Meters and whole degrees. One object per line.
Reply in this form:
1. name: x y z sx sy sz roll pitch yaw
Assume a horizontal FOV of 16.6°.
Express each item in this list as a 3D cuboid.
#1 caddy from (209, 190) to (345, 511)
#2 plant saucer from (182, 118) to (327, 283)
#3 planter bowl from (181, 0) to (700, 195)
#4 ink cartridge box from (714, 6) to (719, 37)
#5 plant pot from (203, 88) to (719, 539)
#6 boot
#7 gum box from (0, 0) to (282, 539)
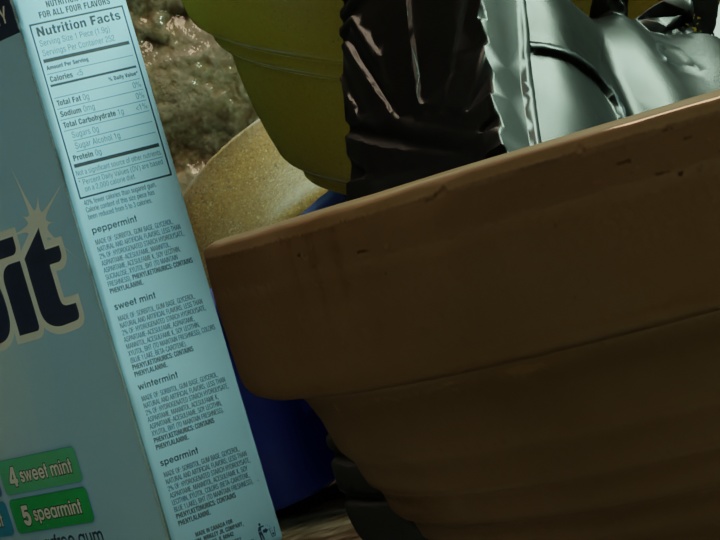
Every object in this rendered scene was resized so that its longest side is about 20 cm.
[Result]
1. caddy: 0.020 0.014 0.872 0.141 0.105 0.200 -16 1 40
2. plant saucer: 0.000 0.000 1.188 0.200 0.201 0.035 -16 42 -14
3. planter bowl: 0.027 -0.069 0.827 0.200 0.084 0.200 3 13 -1
4. ink cartridge box: 0.122 -0.072 1.315 0.175 0.201 0.084 -15 0 -10
5. plant pot: 0.083 0.011 0.394 0.200 0.093 0.201 -17 1 0
6. boot: 0.069 0.001 0.674 0.162 0.199 0.073 23 -36 -39
7. gum box: -0.117 0.006 0.810 0.044 0.201 0.170 -16 2 -39
